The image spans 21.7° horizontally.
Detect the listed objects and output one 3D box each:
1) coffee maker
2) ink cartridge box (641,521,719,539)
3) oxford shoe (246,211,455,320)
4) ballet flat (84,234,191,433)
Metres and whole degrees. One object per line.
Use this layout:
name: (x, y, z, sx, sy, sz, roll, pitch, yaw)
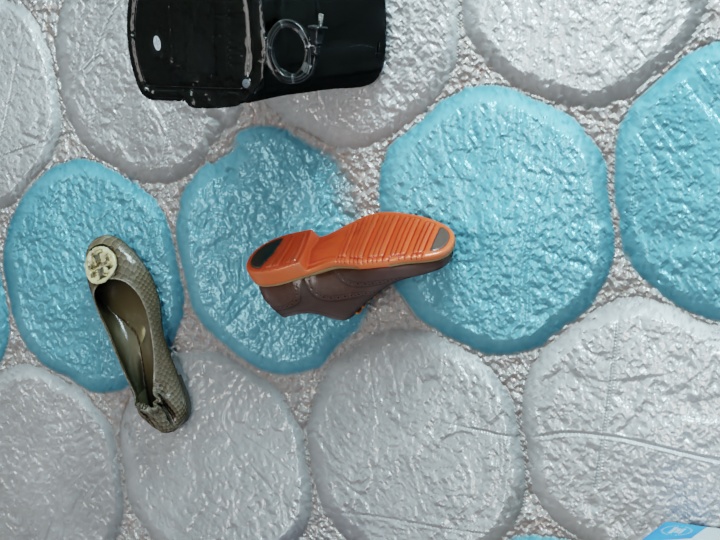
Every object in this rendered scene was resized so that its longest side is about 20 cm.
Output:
coffee maker: (-0.063, -0.193, 1.560, 0.192, 0.200, 0.135, 31, 117, 26)
ink cartridge box: (0.309, 0.253, 1.463, 0.199, 0.116, 0.068, 3, 103, 31)
oxford shoe: (0.000, 0.000, 1.652, 0.199, 0.071, 0.073, -7, 125, 30)
ballet flat: (-0.219, 0.062, 1.803, 0.067, 0.046, 0.201, -22, 88, 33)
